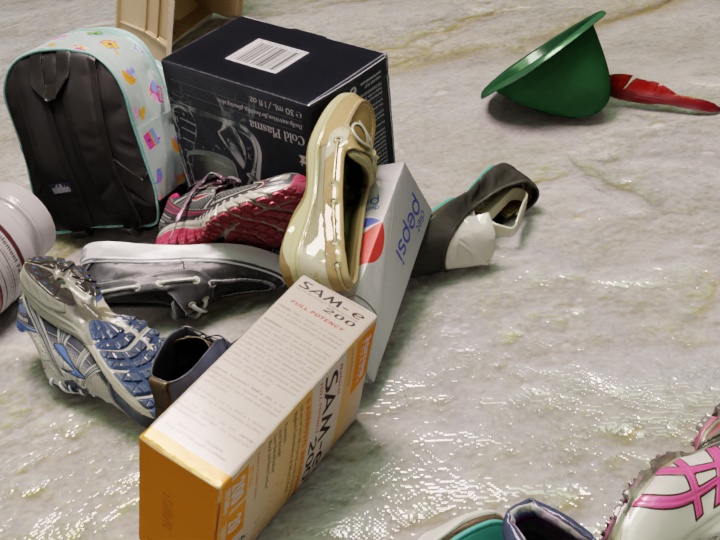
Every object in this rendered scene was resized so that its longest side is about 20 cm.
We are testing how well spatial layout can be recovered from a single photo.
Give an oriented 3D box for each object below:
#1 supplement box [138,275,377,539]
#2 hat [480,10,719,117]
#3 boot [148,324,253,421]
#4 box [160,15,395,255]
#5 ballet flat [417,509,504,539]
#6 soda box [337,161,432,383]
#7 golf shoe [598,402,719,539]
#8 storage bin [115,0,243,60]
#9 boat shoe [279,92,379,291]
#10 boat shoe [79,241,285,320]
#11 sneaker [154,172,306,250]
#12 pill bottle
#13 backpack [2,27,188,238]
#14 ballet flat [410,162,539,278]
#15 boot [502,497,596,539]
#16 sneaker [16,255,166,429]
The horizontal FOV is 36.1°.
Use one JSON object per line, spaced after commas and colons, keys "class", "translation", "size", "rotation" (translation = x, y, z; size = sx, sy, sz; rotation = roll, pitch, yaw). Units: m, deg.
{"class": "supplement box", "translation": [-0.074, 0.115, 0.818], "size": [0.073, 0.127, 0.200], "rotation": [28, 46, 17]}
{"class": "hat", "translation": [0.265, -0.188, 1.289], "size": [0.166, 0.177, 0.200], "rotation": [-41, 10, -36]}
{"class": "boot", "translation": [-0.108, 0.075, 0.913], "size": [0.074, 0.097, 0.200], "rotation": [9, 39, 21]}
{"class": "box", "translation": [-0.075, -0.124, 1.101], "size": [0.199, 0.198, 0.124], "rotation": [21, 45, 34]}
{"class": "ballet flat", "translation": [0.025, 0.223, 0.722], "size": [0.069, 0.070, 0.200], "rotation": [19, 44, 32]}
{"class": "soda box", "translation": [0.000, 0.000, 0.972], "size": [0.063, 0.068, 0.201], "rotation": [-4, 48, 31]}
{"class": "golf shoe", "translation": [0.242, 0.162, 0.754], "size": [0.199, 0.073, 0.092], "rotation": [-31, 43, -30]}
{"class": "storage bin", "translation": [-0.242, -0.397, 1.518], "size": [0.093, 0.199, 0.200], "rotation": [24, 43, 12]}
{"class": "boat shoe", "translation": [-0.012, -0.068, 0.941], "size": [0.063, 0.073, 0.202], "rotation": [-2, 52, 27]}
{"class": "boat shoe", "translation": [-0.165, 0.015, 1.040], "size": [0.198, 0.072, 0.068], "rotation": [3, 68, -10]}
{"class": "sneaker", "translation": [-0.127, -0.060, 1.049], "size": [0.199, 0.080, 0.075], "rotation": [-15, 62, 38]}
{"class": "pill bottle", "translation": [-0.385, 0.003, 1.049], "size": [0.112, 0.114, 0.200], "rotation": [10, 38, 22]}
{"class": "backpack", "translation": [-0.270, -0.154, 1.155], "size": [0.175, 0.201, 0.154], "rotation": [-1, 34, 28]}
{"class": "ballet flat", "translation": [0.113, -0.047, 1.078], "size": [0.068, 0.068, 0.200], "rotation": [26, 47, 26]}
{"class": "boot", "translation": [0.151, 0.227, 0.662], "size": [0.072, 0.091, 0.200], "rotation": [-27, 40, -26]}
{"class": "sneaker", "translation": [-0.230, 0.076, 0.964], "size": [0.200, 0.085, 0.077], "rotation": [42, 30, 23]}
